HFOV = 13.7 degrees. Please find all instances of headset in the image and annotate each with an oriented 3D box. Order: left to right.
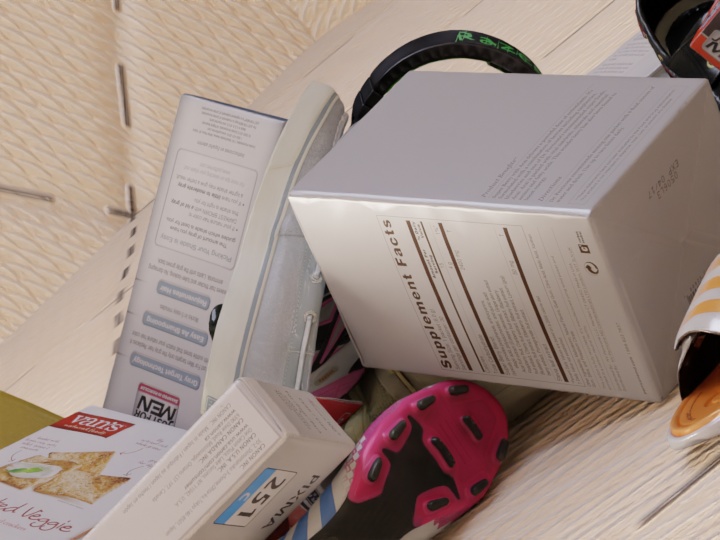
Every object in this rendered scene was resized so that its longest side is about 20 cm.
[{"bbox_3d":[0.036,-0.053,1.784,0.200,0.123,0.094,-59,16,17],"label":"headset"}]

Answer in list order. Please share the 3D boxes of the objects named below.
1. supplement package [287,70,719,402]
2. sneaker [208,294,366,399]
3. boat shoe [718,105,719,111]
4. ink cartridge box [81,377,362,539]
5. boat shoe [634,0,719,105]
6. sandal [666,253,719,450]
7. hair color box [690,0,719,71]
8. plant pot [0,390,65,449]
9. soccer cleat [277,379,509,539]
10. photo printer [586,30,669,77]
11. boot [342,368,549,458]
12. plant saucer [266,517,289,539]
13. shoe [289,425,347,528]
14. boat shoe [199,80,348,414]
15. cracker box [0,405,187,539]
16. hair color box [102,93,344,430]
[{"bbox_3d":[0.087,-0.021,1.550,0.200,0.120,0.121,6,41,41],"label":"supplement package"},{"bbox_3d":[0.000,0.000,1.688,0.200,0.086,0.080,-42,16,-15],"label":"sneaker"},{"bbox_3d":[0.196,-0.063,1.684,0.066,0.075,0.199,-28,12,-13],"label":"boat shoe"},{"bbox_3d":[-0.084,0.143,1.546,0.200,0.045,0.176,-46,-19,11],"label":"ink cartridge box"},{"bbox_3d":[0.217,-0.126,1.795,0.074,0.063,0.201,-34,32,4],"label":"boat shoe"},{"bbox_3d":[0.192,0.006,1.402,0.207,0.059,0.079,-46,10,-36],"label":"sandal"},{"bbox_3d":[0.264,-0.149,1.694,0.064,0.111,0.200,-51,1,30],"label":"hair color box"},{"bbox_3d":[-0.240,0.185,1.798,0.200,0.176,0.200,-47,1,44],"label":"plant pot"},{"bbox_3d":[-0.002,0.129,1.553,0.200,0.070,0.086,-46,11,-36],"label":"soccer cleat"},{"bbox_3d":[0.222,-0.136,1.969,0.200,0.069,0.166,-40,9,-7],"label":"photo printer"},{"bbox_3d":[0.064,0.047,1.697,0.155,0.072,0.200,-38,14,12],"label":"boot"},{"bbox_3d":[-0.122,0.233,1.596,0.200,0.037,0.200,-40,7,29],"label":"plant saucer"},{"bbox_3d":[-0.022,0.091,1.826,0.091,0.072,0.200,-26,19,35],"label":"shoe"},{"bbox_3d":[-0.030,-0.004,1.627,0.070,0.071,0.201,107,179,-70],"label":"boat shoe"},{"bbox_3d":[-0.173,0.144,1.653,0.134,0.058,0.200,10,26,43],"label":"cracker box"},{"bbox_3d":[-0.078,0.006,1.752,0.099,0.061,0.200,18,94,47],"label":"hair color box"}]
